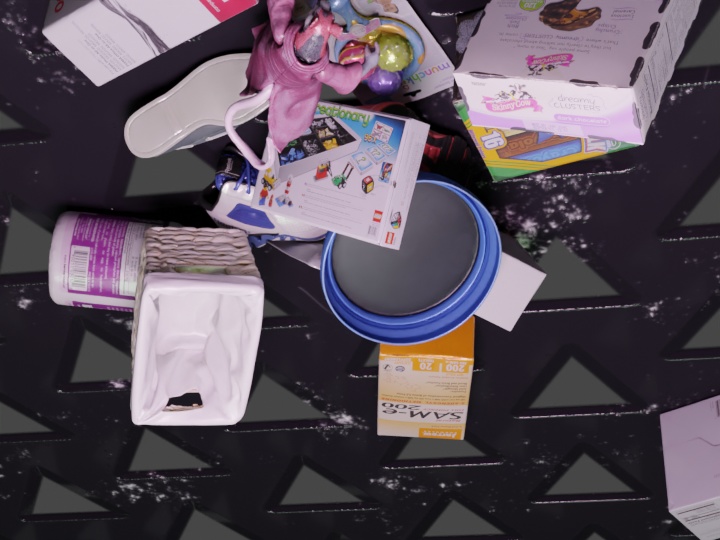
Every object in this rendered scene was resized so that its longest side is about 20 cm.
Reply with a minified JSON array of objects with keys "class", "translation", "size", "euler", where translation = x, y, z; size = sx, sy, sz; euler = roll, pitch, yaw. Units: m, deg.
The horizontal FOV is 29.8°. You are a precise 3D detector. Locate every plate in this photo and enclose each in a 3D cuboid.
[{"class":"plate","translation":[0.000,0.000,1.587],"size":[0.198,0.033,0.199],"euler":[23,-179,-22]}]

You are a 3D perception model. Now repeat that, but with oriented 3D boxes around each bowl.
[{"class":"bowl","translation":[0.052,-0.015,1.450],"size":[0.197,0.040,0.203],"euler":[-6,122,-10]}]

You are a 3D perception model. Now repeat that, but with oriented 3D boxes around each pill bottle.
[{"class":"pill bottle","translation":[-0.265,-0.006,1.614],"size":[0.197,0.114,0.113],"euler":[6,143,-3]}]

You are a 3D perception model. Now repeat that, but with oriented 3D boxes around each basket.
[{"class":"basket","translation":[-0.191,0.060,1.523],"size":[0.133,0.124,0.202],"euler":[1,126,-16]}]

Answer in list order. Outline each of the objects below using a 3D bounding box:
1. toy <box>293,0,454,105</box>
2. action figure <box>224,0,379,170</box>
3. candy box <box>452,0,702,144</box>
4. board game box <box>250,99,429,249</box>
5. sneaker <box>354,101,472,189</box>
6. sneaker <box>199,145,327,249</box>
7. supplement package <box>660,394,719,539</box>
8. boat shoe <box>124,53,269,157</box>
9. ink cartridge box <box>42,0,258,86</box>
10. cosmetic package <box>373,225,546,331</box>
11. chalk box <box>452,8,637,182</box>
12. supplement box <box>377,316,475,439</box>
[{"class":"toy","translation":[0.009,-0.222,1.363],"size":[0.114,0.048,0.200],"euler":[-16,138,26]},{"class":"action figure","translation":[-0.070,-0.202,1.274],"size":[0.134,0.149,0.200],"euler":[45,165,-6]},{"class":"candy box","translation":[0.197,-0.215,1.192],"size":[0.166,0.202,0.072],"euler":[10,148,29]},{"class":"board game box","translation":[-0.025,-0.105,1.380],"size":[0.198,0.128,0.034],"euler":[18,-176,43]},{"class":"sneaker","translation":[0.051,-0.131,1.475],"size":[0.086,0.075,0.199],"euler":[15,167,42]},{"class":"sneaker","translation":[-0.103,-0.088,1.519],"size":[0.197,0.082,0.115],"euler":[-15,141,25]},{"class":"supplement package","translation":[0.527,0.257,1.844],"size":[0.198,0.157,0.111],"euler":[-23,134,31]},{"class":"boat shoe","translation":[-0.159,-0.178,1.443],"size":[0.198,0.074,0.062],"euler":[-23,179,21]},{"class":"ink cartridge box","translation":[-0.184,-0.278,1.227],"size":[0.198,0.147,0.083],"euler":[-20,138,28]},{"class":"cosmetic package","translation":[0.101,-0.021,1.548],"size":[0.198,0.108,0.086],"euler":[24,106,-26]},{"class":"chalk box","translation":[0.203,-0.191,1.322],"size":[0.197,0.126,0.124],"euler":[-11,140,21]},{"class":"supplement box","translation":[0.085,0.143,1.805],"size":[0.124,0.074,0.201],"euler":[3,143,3]}]
